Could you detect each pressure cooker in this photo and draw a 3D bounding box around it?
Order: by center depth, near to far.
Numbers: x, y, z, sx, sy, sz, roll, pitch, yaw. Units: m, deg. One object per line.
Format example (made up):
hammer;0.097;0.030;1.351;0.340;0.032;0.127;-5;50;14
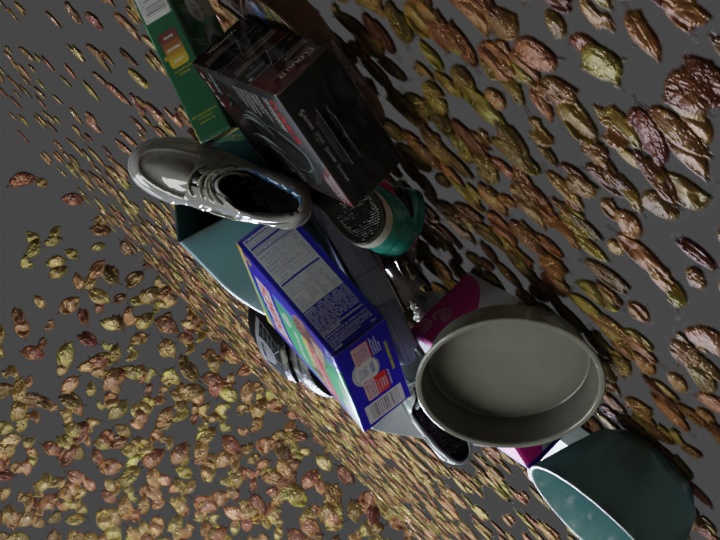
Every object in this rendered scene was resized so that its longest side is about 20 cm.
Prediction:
pressure cooker;-0.059;0.071;2.065;0.178;0.177;0.200;25;-176;-41

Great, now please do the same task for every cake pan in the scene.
cake pan;0.157;0.110;1.551;0.201;0.199;0.037;55;-154;-36

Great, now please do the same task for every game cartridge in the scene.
game cartridge;0.000;0.000;1.670;0.200;0.041;0.133;59;180;42

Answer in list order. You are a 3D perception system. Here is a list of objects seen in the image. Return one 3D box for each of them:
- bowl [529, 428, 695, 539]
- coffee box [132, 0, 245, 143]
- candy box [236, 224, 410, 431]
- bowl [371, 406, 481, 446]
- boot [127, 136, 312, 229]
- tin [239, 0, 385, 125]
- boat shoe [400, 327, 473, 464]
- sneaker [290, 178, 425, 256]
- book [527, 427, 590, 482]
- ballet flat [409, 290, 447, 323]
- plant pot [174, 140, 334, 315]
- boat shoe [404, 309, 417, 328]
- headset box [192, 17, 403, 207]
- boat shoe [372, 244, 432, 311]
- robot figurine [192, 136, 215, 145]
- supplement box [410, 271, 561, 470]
bowl;0.299;0.256;1.657;0.201;0.105;0.201;44;167;13
coffee box;-0.175;-0.232;1.568;0.201;0.044;0.123;64;-163;0
candy box;-0.041;0.054;1.632;0.200;0.077;0.170;48;167;34
bowl;0.102;0.163;1.923;0.198;0.075;0.200;6;160;7
boot;-0.145;-0.094;1.504;0.198;0.074;0.096;14;178;0
tin;-0.045;-0.208;1.486;0.200;0.042;0.112;53;169;-29
boat shoe;0.079;0.147;1.776;0.202;0.070;0.072;58;176;-8
sneaker;0.003;-0.086;1.589;0.120;0.084;0.200;25;-156;-50
book;0.271;0.245;1.859;0.133;0.048;0.200;35;161;27
ballet flat;0.113;0.096;1.744;0.072;0.072;0.201;29;152;50
plant pot;-0.111;-0.045;1.760;0.200;0.140;0.142;54;-165;-40
boat shoe;0.083;0.075;1.856;0.063;0.073;0.200;52;165;-16
headset box;-0.058;-0.155;1.440;0.200;0.077;0.149;30;160;54
boat shoe;0.037;-0.022;1.736;0.072;0.059;0.201;61;177;40
robot figurine;-0.141;-0.099;1.911;0.124;0.151;0.200;-16;123;39
supplement box;0.159;0.114;1.675;0.103;0.101;0.200;31;160;49
